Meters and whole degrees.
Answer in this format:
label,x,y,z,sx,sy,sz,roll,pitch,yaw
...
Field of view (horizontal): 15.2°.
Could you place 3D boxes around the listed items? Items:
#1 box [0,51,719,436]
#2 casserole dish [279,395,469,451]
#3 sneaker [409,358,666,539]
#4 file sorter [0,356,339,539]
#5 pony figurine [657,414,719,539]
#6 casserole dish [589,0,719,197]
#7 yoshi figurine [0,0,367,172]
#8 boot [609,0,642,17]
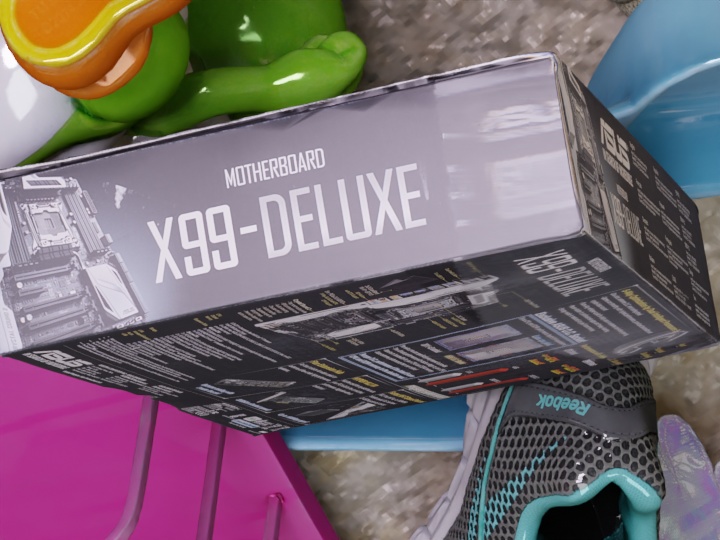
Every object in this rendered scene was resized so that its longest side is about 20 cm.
label,x,y,z,sx,sy,sz,roll,pitch,yaw
box,0.006,0.000,0.756,0.157,0.200,0.050,-12,77,16
casserole dish,0.000,0.000,0.894,0.199,0.039,0.122,1,120,-4
sneaker,0.057,0.107,0.889,0.077,0.091,0.201,1,127,-10
file sorter,-0.088,0.124,0.877,0.138,0.126,0.200,-14,130,17
pony figurine,0.182,0.113,0.908,0.166,0.200,0.193,-28,103,19
casserole dish,0.153,-0.066,0.823,0.199,0.039,0.121,-9,161,-15
yoshi figurine,-0.057,-0.074,0.749,0.111,0.113,0.200,-10,164,8
boot,0.094,-0.178,0.783,0.154,0.072,0.200,33,117,-20
